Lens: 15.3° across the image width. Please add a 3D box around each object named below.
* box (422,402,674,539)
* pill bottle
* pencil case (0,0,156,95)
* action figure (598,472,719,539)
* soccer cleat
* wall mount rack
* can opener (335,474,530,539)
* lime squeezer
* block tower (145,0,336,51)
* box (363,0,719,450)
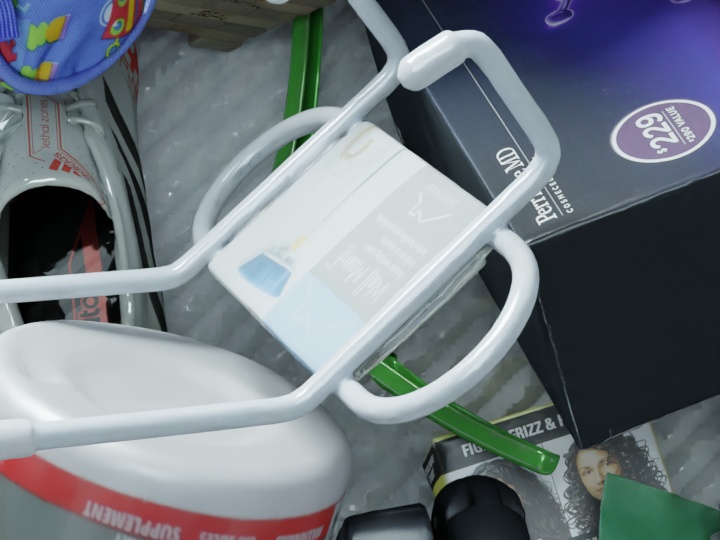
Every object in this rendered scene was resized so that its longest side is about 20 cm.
[{"bbox_3d":[0.083,0.142,0.852,0.075,0.050,0.201,-15,79,-4],"label":"box"},{"bbox_3d":[-0.081,0.127,0.793,0.113,0.114,0.201,18,106,4],"label":"pill bottle"},{"bbox_3d":[-0.158,-0.113,0.853,0.199,0.078,0.087,19,43,36],"label":"pencil case"},{"bbox_3d":[0.103,0.173,0.796,0.117,0.055,0.201,17,83,1],"label":"action figure"},{"bbox_3d":[-0.103,-0.040,0.874,0.068,0.085,0.202,-11,78,-2],"label":"soccer cleat"},{"bbox_3d":[-0.040,-0.007,0.746,0.174,0.200,0.075,-42,117,-4],"label":"wall mount rack"},{"bbox_3d":[0.026,0.156,0.813,0.078,0.063,0.201,1,113,1],"label":"can opener"},{"bbox_3d":[0.000,0.000,0.876,0.070,0.038,0.201,-31,61,12],"label":"lime squeezer"},{"bbox_3d":[-0.012,-0.121,0.836,0.057,0.200,0.054,8,75,-32],"label":"block tower"},{"bbox_3d":[0.092,-0.049,0.820,0.140,0.200,0.079,-23,122,-3],"label":"box"}]
